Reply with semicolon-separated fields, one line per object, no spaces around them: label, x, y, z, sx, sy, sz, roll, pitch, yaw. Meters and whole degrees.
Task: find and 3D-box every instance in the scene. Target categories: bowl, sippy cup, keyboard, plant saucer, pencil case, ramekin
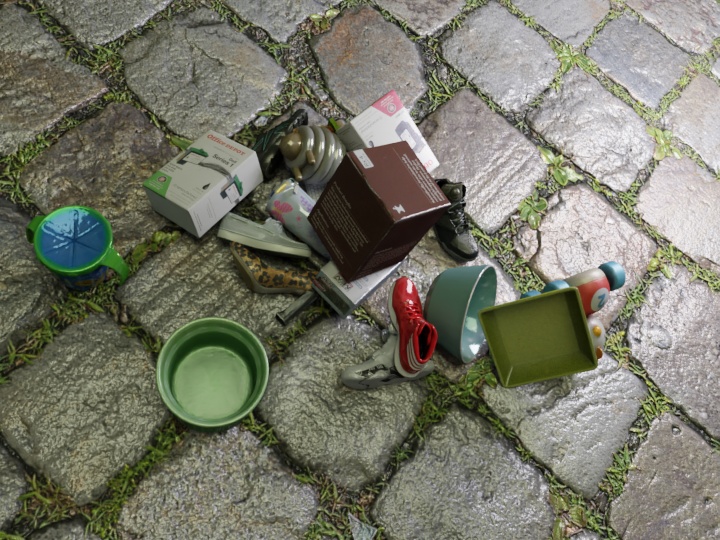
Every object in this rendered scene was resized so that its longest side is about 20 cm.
bowl;0.196;0.076;1.383;0.104;0.202;0.202;14;58;25
sippy cup;-0.525;-0.030;1.271;0.138;0.131;0.179;-27;73;-23
keyboard;-0.099;-0.202;1.529;0.055;0.011;0.203;-7;67;-17
plant saucer;0.355;0.127;1.366;0.197;0.202;0.048;-15;26;17
pencil case;-0.103;-0.105;1.437;0.199;0.083;0.091;39;98;6
ramekin;-0.270;0.196;1.244;0.196;0.098;0.203;6;63;-11

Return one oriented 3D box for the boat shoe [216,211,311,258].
boat shoe;-0.193;-0.075;1.402;0.197;0.070;0.073;15;83;-3

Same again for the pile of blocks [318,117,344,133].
pile of blocks;-0.021;-0.320;1.572;0.197;0.062;0.083;0;65;-17

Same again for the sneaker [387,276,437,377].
sneaker;0.110;0.092;1.302;0.077;0.116;0.203;3;66;-22

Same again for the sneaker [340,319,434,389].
sneaker;0.045;0.164;1.354;0.197;0.075;0.117;-5;65;-22

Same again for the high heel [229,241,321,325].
high heel;-0.162;-0.007;1.381;0.142;0.071;0.201;-39;92;-23

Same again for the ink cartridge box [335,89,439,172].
ink cartridge box;0.063;-0.272;1.519;0.144;0.084;0.201;-41;104;-25

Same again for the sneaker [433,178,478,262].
sneaker;0.207;-0.119;1.508;0.075;0.114;0.202;-20;73;-20

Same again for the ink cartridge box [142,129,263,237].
ink cartridge box;-0.319;-0.183;1.400;0.145;0.085;0.200;27;59;26

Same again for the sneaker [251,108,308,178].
sneaker;-0.186;-0.296;1.514;0.078;0.076;0.201;24;60;17

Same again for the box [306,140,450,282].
box;0.031;-0.114;1.319;0.163;0.200;0.167;-19;69;-40

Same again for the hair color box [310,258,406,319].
hair color box;0.000;0.000;1.397;0.099;0.061;0.200;44;47;6

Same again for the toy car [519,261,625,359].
toy car;0.473;0.109;1.442;0.182;0.177;0.203;-17;82;-23

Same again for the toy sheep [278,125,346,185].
toy sheep;-0.091;-0.244;1.476;0.198;0.137;0.140;19;56;-40
